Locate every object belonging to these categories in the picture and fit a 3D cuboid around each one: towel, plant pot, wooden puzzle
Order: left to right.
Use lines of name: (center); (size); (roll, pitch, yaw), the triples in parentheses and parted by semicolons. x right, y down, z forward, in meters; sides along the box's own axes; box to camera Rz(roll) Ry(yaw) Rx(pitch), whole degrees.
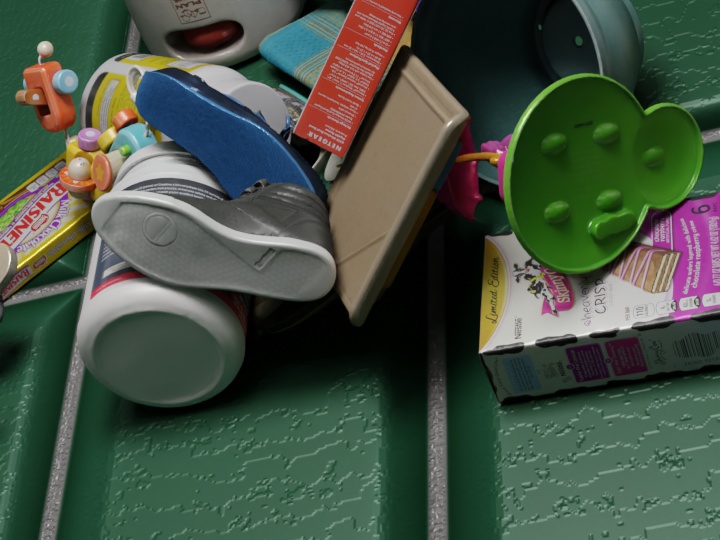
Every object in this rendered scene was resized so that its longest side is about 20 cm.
towel: (0.008, -0.208, 1.881); (0.146, 0.022, 0.200); (-32, 42, -19)
wooden puzzle: (0.023, -0.069, 1.563); (0.186, 0.037, 0.200); (-63, 20, 15)
plant pot: (0.161, -0.185, 1.686); (0.199, 0.202, 0.134); (16, 28, 37)

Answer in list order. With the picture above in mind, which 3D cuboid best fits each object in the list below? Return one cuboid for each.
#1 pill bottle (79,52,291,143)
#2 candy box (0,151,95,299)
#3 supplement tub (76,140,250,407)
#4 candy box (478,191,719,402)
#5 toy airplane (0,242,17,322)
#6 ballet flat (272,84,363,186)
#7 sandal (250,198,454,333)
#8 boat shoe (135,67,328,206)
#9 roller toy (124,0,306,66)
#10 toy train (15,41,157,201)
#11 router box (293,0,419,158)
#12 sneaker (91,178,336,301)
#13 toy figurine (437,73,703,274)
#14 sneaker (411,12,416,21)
pill bottle: (-0.161, -0.136, 1.806); (0.199, 0.115, 0.114); (15, 54, 48)
candy box: (-0.328, -0.029, 1.864); (0.200, 0.027, 0.102); (-40, 47, -17)
supplement tub: (-0.160, 0.001, 1.661); (0.139, 0.141, 0.201); (-12, 43, 14)
candy box: (0.195, 0.020, 1.531); (0.198, 0.061, 0.137); (-12, 41, 16)
toy airplane: (-0.392, 0.075, 1.721); (0.198, 0.141, 0.201); (-2, 83, 12)
ballet flat: (-0.020, -0.109, 1.779); (0.072, 0.072, 0.200); (-43, 44, -21)
sandal: (0.000, 0.000, 1.652); (0.199, 0.055, 0.082); (-34, 27, -12)
boat shoe: (-0.097, -0.114, 1.653); (0.200, 0.084, 0.068); (44, 28, 15)
roller toy: (-0.154, -0.306, 1.982); (0.182, 0.140, 0.199); (-41, 44, -18)
toy train: (-0.252, -0.128, 1.782); (0.055, 0.152, 0.199); (-26, 22, -34)
router box: (0.013, -0.207, 1.666); (0.049, 0.181, 0.200); (26, 19, -2)
sneaker: (-0.113, -0.036, 1.573); (0.198, 0.071, 0.099); (13, 30, -2)
toy figurine: (0.139, -0.091, 1.559); (0.199, 0.152, 0.183); (-14, 17, -32)
sneaker: (0.032, -0.280, 1.871); (0.198, 0.081, 0.147); (-2, 28, -10)
